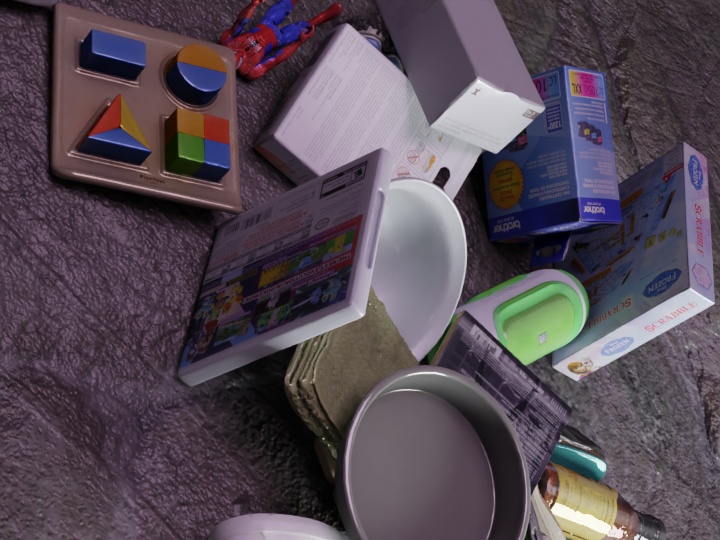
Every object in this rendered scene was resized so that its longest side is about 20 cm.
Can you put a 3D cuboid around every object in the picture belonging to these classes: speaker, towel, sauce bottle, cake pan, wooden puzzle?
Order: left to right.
[{"bbox_3d":[-0.191,-0.155,1.501,0.185,0.046,0.201,11,55,-28],"label":"wooden puzzle"},{"bbox_3d":[0.001,0.106,1.447,0.200,0.036,0.149,56,44,-36],"label":"towel"},{"bbox_3d":[0.059,0.183,1.403,0.200,0.037,0.201,11,70,-33],"label":"cake pan"},{"bbox_3d":[0.153,0.059,1.668,0.200,0.088,0.089,-23,80,-48],"label":"speaker"},{"bbox_3d":[0.227,0.241,1.631,0.200,0.066,0.066,27,47,-39],"label":"sauce bottle"}]

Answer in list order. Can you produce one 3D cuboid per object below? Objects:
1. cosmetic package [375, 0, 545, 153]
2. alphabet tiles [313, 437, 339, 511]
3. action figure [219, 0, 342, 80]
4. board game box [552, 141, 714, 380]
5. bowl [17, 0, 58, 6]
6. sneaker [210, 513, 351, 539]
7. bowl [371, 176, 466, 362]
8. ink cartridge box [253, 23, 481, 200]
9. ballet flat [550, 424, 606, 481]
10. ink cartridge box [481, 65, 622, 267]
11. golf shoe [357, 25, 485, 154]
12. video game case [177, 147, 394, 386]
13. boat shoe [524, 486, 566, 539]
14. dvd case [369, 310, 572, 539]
[{"bbox_3d":[0.100,-0.230,1.701,0.113,0.081,0.200,18,42,-42],"label":"cosmetic package"},{"bbox_3d":[0.043,0.182,1.535,0.200,0.015,0.196,-8,69,-46],"label":"alphabet tiles"},{"bbox_3d":[-0.074,-0.257,1.663,0.065,0.099,0.200,49,44,-5],"label":"action figure"},{"bbox_3d":[0.289,-0.009,1.756,0.041,0.200,0.200,29,48,-26],"label":"board game box"},{"bbox_3d":[-0.343,-0.350,1.477,0.199,0.075,0.201,15,52,-35],"label":"bowl"},{"bbox_3d":[-0.036,0.277,1.352,0.200,0.074,0.116,24,46,-32],"label":"sneaker"},{"bbox_3d":[0.000,0.000,1.529,0.201,0.090,0.202,-19,120,-37],"label":"bowl"},{"bbox_3d":[0.010,-0.126,1.658,0.200,0.050,0.162,42,61,-21],"label":"ink cartridge box"},{"bbox_3d":[0.164,0.163,1.627,0.200,0.068,0.068,30,19,-40],"label":"ballet flat"},{"bbox_3d":[0.203,-0.106,1.765,0.076,0.136,0.201,-1,81,-42],"label":"ink cartridge box"},{"bbox_3d":[0.045,-0.164,1.744,0.200,0.078,0.097,33,62,-15],"label":"golf shoe"},{"bbox_3d":[-0.064,-0.003,1.419,0.023,0.200,0.183,44,40,-32],"label":"video game case"},{"bbox_3d":[0.127,0.214,1.524,0.200,0.072,0.065,60,32,-11],"label":"boat shoe"},{"bbox_3d":[0.102,0.157,1.479,0.149,0.016,0.200,42,55,-16],"label":"dvd case"}]
